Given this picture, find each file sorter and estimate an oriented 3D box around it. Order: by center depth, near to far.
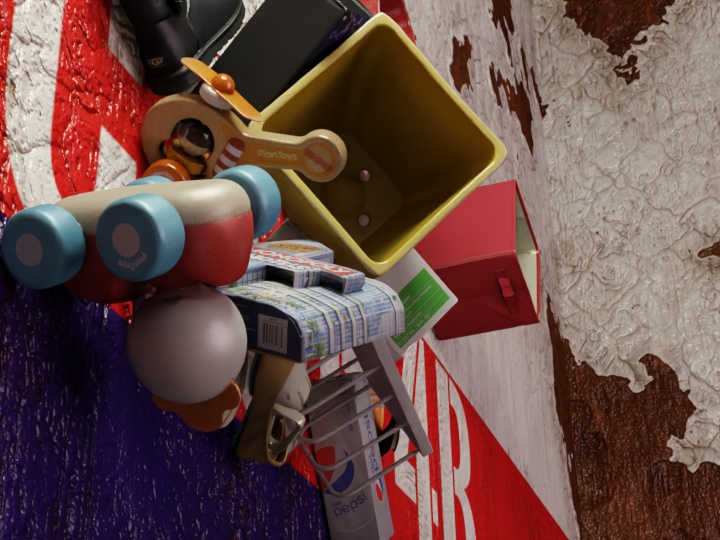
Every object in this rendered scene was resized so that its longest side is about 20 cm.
[{"bbox_3d":[-0.030,0.123,1.464,0.139,0.124,0.201,50,-12,49],"label":"file sorter"}]

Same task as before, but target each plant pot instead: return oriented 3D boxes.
[{"bbox_3d":[-0.002,-0.105,1.423,0.196,0.194,0.200,48,-18,0],"label":"plant pot"}]

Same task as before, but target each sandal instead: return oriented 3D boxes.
[{"bbox_3d":[0.023,0.210,1.757,0.207,0.058,0.080,-72,148,-58],"label":"sandal"}]

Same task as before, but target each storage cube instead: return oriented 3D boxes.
[{"bbox_3d":[0.191,-0.016,2.247,0.202,0.177,0.172,-84,157,-45],"label":"storage cube"}]

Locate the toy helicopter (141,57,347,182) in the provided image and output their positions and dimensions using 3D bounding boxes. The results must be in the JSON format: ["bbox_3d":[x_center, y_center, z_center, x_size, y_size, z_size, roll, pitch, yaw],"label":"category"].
[{"bbox_3d":[-0.109,-0.124,1.273,0.079,0.197,0.134,-58,152,-66],"label":"toy helicopter"}]

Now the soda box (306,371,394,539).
[{"bbox_3d":[-0.013,0.226,1.620,0.068,0.063,0.203,-14,94,-75],"label":"soda box"}]

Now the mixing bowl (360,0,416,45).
[{"bbox_3d":[0.009,-0.305,1.934,0.200,0.107,0.203,-10,90,-74],"label":"mixing bowl"}]

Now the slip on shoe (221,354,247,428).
[{"bbox_3d":[-0.146,0.049,1.304,0.060,0.074,0.203,-1,90,-30],"label":"slip on shoe"}]

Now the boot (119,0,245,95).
[{"bbox_3d":[-0.184,-0.291,1.336,0.201,0.075,0.170,-69,149,-50],"label":"boot"}]

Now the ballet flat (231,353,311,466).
[{"bbox_3d":[-0.077,0.120,1.315,0.069,0.062,0.201,-60,172,-40],"label":"ballet flat"}]

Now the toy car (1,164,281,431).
[{"bbox_3d":[-0.157,0.033,1.078,0.184,0.175,0.203,-25,109,-63],"label":"toy car"}]

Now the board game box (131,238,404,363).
[{"bbox_3d":[-0.066,0.018,1.226,0.199,0.198,0.063,-14,111,-53],"label":"board game box"}]

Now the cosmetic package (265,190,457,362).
[{"bbox_3d":[0.000,0.000,1.557,0.200,0.085,0.108,48,66,-4],"label":"cosmetic package"}]

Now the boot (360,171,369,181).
[{"bbox_3d":[0.016,-0.063,1.653,0.188,0.063,0.202,-102,178,-50],"label":"boot"}]

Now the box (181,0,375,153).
[{"bbox_3d":[-0.082,-0.208,1.411,0.079,0.200,0.141,44,14,12],"label":"box"}]
